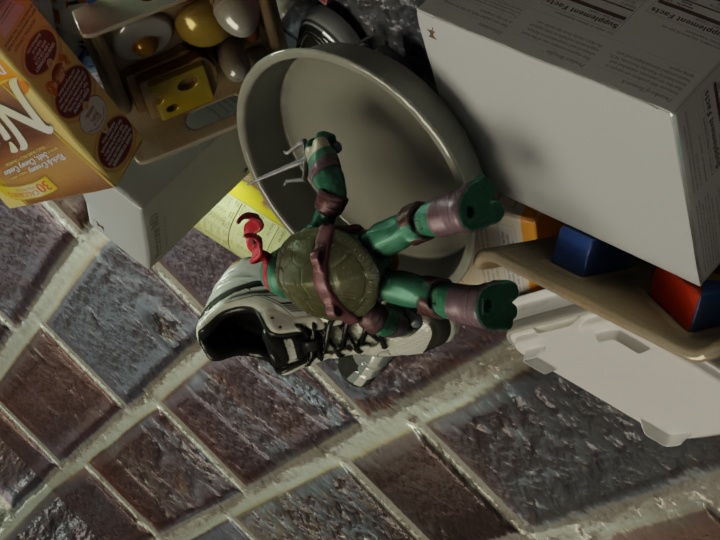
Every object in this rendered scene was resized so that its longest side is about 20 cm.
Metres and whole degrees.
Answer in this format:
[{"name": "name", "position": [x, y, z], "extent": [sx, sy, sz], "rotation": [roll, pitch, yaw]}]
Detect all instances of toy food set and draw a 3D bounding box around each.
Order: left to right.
[{"name": "toy food set", "position": [-0.118, -0.153, 1.484], "extent": [0.200, 0.143, 0.060], "rotation": [77, 168, -64]}]

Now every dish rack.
[{"name": "dish rack", "position": [0.212, 0.074, 1.495], "extent": [0.200, 0.044, 0.172], "rotation": [31, 158, -21]}]

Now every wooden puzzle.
[{"name": "wooden puzzle", "position": [0.205, -0.001, 1.351], "extent": [0.200, 0.185, 0.046], "rotation": [23, 112, 37]}]

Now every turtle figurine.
[{"name": "turtle figurine", "position": [0.003, -0.007, 1.329], "extent": [0.200, 0.101, 0.150], "rotation": [0, 125, 39]}]

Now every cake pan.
[{"name": "cake pan", "position": [0.004, -0.071, 1.375], "extent": [0.200, 0.037, 0.200], "rotation": [28, 142, 25]}]

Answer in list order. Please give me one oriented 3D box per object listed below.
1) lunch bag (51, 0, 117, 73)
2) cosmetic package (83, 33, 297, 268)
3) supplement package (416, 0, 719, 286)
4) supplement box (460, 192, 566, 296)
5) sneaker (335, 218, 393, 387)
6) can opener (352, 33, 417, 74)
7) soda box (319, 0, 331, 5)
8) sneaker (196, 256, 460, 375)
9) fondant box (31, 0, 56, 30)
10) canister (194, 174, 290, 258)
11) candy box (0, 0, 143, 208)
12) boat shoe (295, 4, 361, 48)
[{"name": "lunch bag", "position": [-0.174, -0.239, 1.541], "extent": [0.124, 0.170, 0.200], "rotation": [50, 155, -2]}, {"name": "cosmetic package", "position": [-0.132, -0.108, 1.653], "extent": [0.071, 0.200, 0.101], "rotation": [37, 157, 17]}, {"name": "supplement package", "position": [0.157, -0.110, 1.286], "extent": [0.200, 0.111, 0.156], "rotation": [28, 152, 35]}, {"name": "supplement box", "position": [0.057, -0.044, 1.545], "extent": [0.200, 0.074, 0.126], "rotation": [14, 146, 20]}, {"name": "sneaker", "position": [0.000, 0.000, 1.524], "extent": [0.115, 0.075, 0.200], "rotation": [33, 138, -1]}, {"name": "can opener", "position": [0.024, -0.102, 1.591], "extent": [0.067, 0.053, 0.200], "rotation": [35, 157, 35]}, {"name": "soda box", "position": [-0.013, -0.266, 1.355], "extent": [0.063, 0.070, 0.200], "rotation": [41, 157, 11]}, {"name": "sneaker", "position": [-0.026, 0.044, 1.464], "extent": [0.200, 0.088, 0.076], "rotation": [1, 125, 29]}, {"name": "fondant box", "position": [-0.309, -0.208, 1.555], "extent": [0.200, 0.058, 0.144], "rotation": [40, 151, 27]}, {"name": "canister", "position": [-0.054, -0.030, 1.757], "extent": [0.200, 0.087, 0.148], "rotation": [32, -174, 32]}, {"name": "candy box", "position": [-0.260, -0.136, 1.449], "extent": [0.115, 0.055, 0.200], "rotation": [-8, 132, 38]}, {"name": "boat shoe", "position": [-0.030, -0.131, 1.630], "extent": [0.069, 0.057, 0.200], "rotation": [36, 156, 20]}]
